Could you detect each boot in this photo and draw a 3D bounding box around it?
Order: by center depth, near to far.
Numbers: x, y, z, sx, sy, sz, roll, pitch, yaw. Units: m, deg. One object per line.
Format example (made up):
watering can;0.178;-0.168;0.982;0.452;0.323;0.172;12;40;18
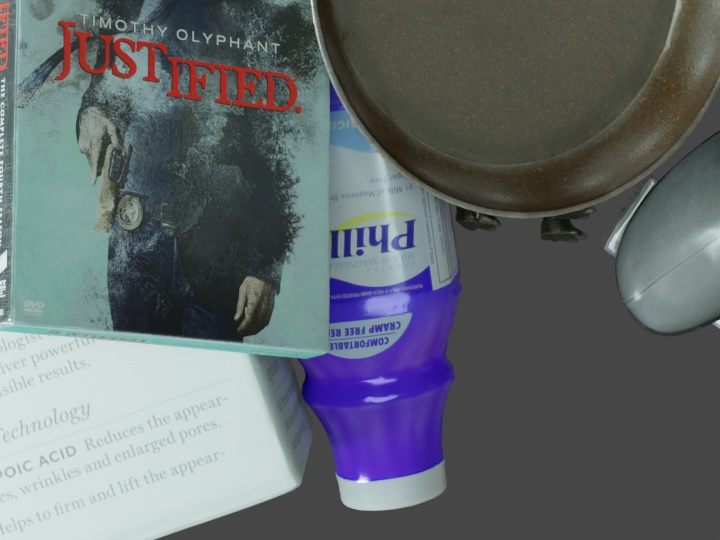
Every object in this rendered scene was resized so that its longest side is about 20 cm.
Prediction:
boot;0.174;-0.044;1.233;0.200;0.132;0.070;-41;83;14

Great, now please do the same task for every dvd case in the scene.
dvd case;-0.076;-0.071;1.177;0.145;0.022;0.201;7;77;-33

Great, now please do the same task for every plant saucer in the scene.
plant saucer;0.065;-0.123;1.227;0.199;0.032;0.202;-4;99;-25

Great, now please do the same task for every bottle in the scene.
bottle;0.000;0.000;1.277;0.083;0.065;0.201;-5;103;12

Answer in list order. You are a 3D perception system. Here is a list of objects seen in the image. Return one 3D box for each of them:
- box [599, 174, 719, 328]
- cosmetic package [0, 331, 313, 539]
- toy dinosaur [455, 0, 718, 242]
box;0.198;0.028;1.335;0.199;0.041;0.039;34;94;-3
cosmetic package;-0.128;0.014;1.275;0.164;0.165;0.201;-19;93;2
toy dinosaur;0.062;-0.071;1.322;0.199;0.077;0.103;4;78;15
